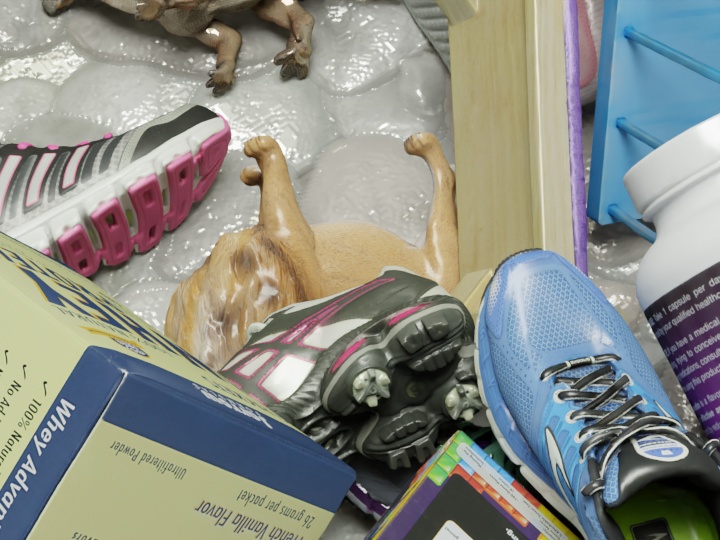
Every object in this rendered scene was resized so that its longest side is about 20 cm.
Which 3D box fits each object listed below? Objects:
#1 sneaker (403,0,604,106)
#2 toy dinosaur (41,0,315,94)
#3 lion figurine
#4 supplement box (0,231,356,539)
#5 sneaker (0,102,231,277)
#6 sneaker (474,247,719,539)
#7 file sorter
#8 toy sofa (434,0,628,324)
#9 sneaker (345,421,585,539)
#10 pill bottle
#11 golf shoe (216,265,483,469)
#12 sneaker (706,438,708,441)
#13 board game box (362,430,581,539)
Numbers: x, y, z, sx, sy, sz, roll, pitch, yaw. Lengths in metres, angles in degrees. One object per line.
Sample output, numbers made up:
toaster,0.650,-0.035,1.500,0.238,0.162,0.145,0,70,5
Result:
sneaker,0.083,-0.168,0.946,0.104,0.075,0.201,-20,64,-16
toy dinosaur,-0.078,-0.177,0.934,0.199,0.086,0.136,-14,57,-14
lion figurine,0.000,0.000,0.832,0.199,0.073,0.123,-5,73,-14
supplement box,-0.150,0.098,0.638,0.199,0.134,0.201,31,90,40
sneaker,-0.159,-0.039,0.844,0.199,0.074,0.088,-33,70,-17
sneaker,0.109,0.072,0.669,0.078,0.089,0.201,-19,65,-15
file sorter,0.204,-0.107,0.805,0.138,0.201,0.123,-10,26,-23
toy sofa,0.085,-0.064,0.814,0.097,0.083,0.201,4,79,-33
sneaker,0.077,0.090,0.760,0.199,0.088,0.074,25,41,10
pill bottle,0.187,0.033,0.698,0.112,0.112,0.201,-22,79,-17
golf shoe,-0.040,0.067,0.750,0.199,0.077,0.088,-26,32,-5
sneaker,0.190,0.078,0.790,0.090,0.075,0.201,-7,56,-14
board game box,0.063,0.188,0.667,0.200,0.057,0.165,43,47,3
